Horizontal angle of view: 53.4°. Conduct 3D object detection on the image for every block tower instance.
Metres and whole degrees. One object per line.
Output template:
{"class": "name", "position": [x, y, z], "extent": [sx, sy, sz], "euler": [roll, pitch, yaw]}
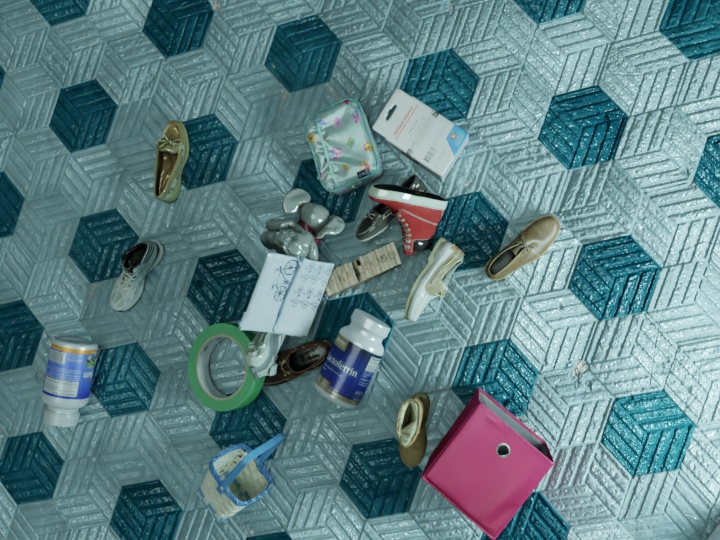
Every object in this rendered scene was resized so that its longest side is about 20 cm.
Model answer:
{"class": "block tower", "position": [0.000, 0.000, 1.657], "extent": [0.196, 0.058, 0.055], "euler": [-24, 83, 11]}

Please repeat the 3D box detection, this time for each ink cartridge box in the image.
{"class": "ink cartridge box", "position": [0.138, -0.311, 1.636], "extent": [0.198, 0.067, 0.117], "euler": [36, 95, 10]}

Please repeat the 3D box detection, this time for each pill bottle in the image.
{"class": "pill bottle", "position": [-0.719, 0.273, 1.758], "extent": [0.109, 0.112, 0.206], "euler": [10, 90, 11]}
{"class": "pill bottle", "position": [-0.015, 0.199, 1.621], "extent": [0.114, 0.116, 0.204], "euler": [27, 92, 11]}

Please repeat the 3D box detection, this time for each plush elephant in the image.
{"class": "plush elephant", "position": [-0.129, -0.090, 1.638], "extent": [0.155, 0.200, 0.165], "euler": [-42, 82, -17]}

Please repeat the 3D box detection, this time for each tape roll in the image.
{"class": "tape roll", "position": [-0.317, 0.227, 1.692], "extent": [0.196, 0.048, 0.206], "euler": [-2, 86, 25]}

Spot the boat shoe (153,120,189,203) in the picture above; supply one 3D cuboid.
{"class": "boat shoe", "position": [-0.468, -0.271, 1.755], "extent": [0.071, 0.063, 0.206], "euler": [4, 88, 12]}

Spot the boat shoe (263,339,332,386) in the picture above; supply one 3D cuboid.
{"class": "boat shoe", "position": [-0.158, 0.215, 1.672], "extent": [0.197, 0.070, 0.072], "euler": [-27, 86, 10]}

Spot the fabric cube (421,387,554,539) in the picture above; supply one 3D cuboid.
{"class": "fabric cube", "position": [0.267, 0.400, 1.514], "extent": [0.195, 0.200, 0.201], "euler": [39, 95, 9]}

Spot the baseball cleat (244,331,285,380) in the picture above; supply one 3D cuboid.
{"class": "baseball cleat", "position": [-0.209, 0.171, 1.650], "extent": [0.068, 0.201, 0.109], "euler": [6, 123, 23]}

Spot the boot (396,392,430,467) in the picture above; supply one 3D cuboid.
{"class": "boot", "position": [0.106, 0.354, 1.547], "extent": [0.064, 0.200, 0.180], "euler": [6, 89, 11]}

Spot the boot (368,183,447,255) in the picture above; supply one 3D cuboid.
{"class": "boot", "position": [0.090, -0.108, 1.586], "extent": [0.196, 0.072, 0.147], "euler": [10, 110, -29]}

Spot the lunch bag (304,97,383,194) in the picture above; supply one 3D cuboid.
{"class": "lunch bag", "position": [-0.042, -0.283, 1.665], "extent": [0.157, 0.077, 0.205], "euler": [-19, 84, 10]}

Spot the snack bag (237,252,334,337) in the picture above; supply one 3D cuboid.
{"class": "snack bag", "position": [-0.161, 0.055, 1.578], "extent": [0.021, 0.197, 0.192], "euler": [32, 104, 42]}

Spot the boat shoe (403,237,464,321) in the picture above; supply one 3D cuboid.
{"class": "boat shoe", "position": [0.165, 0.030, 1.613], "extent": [0.067, 0.075, 0.203], "euler": [28, 92, 16]}

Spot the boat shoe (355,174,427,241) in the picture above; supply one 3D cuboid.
{"class": "boat shoe", "position": [0.063, -0.147, 1.638], "extent": [0.198, 0.067, 0.057], "euler": [-35, 125, 2]}

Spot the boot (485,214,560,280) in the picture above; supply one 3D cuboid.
{"class": "boot", "position": [0.361, -0.049, 1.578], "extent": [0.199, 0.075, 0.074], "euler": [-40, 80, 6]}

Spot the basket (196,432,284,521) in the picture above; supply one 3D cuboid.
{"class": "basket", "position": [-0.269, 0.461, 1.630], "extent": [0.200, 0.176, 0.140], "euler": [-44, 77, 17]}

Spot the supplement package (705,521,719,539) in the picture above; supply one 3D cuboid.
{"class": "supplement package", "position": [0.816, 0.598, 1.438], "extent": [0.199, 0.120, 0.122], "euler": [38, 96, 10]}

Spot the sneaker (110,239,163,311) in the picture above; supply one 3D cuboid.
{"class": "sneaker", "position": [-0.568, 0.009, 1.737], "extent": [0.075, 0.115, 0.203], "euler": [34, 94, 10]}
